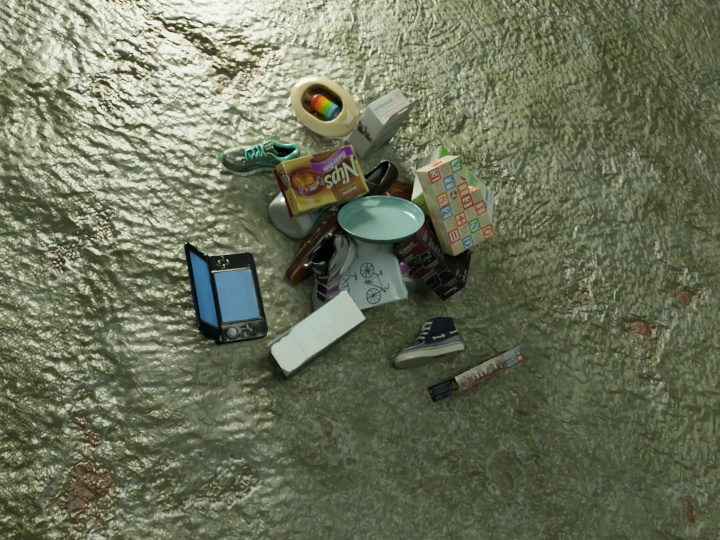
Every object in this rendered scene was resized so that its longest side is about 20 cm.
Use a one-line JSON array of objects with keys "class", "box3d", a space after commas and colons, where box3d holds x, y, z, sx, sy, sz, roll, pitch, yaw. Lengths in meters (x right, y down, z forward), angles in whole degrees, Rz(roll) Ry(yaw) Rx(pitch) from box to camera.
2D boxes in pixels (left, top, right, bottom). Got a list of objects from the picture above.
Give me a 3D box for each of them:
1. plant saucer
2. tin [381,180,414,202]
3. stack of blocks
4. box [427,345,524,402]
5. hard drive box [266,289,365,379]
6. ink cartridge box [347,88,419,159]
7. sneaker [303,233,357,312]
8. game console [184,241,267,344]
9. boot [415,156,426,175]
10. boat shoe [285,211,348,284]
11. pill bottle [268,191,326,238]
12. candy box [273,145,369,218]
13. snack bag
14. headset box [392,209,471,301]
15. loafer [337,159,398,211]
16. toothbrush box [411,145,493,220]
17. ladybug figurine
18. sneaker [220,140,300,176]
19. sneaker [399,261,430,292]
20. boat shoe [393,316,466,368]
[{"class": "plant saucer", "box3d": [0.046, -0.111, 1.504, 0.196, 0.028, 0.202, 1, 34, -1]}, {"class": "tin", "box3d": [0.113, -0.168, 1.711, 0.196, 0.042, 0.114, 12, 61, -18]}, {"class": "stack of blocks", "box3d": [0.214, -0.151, 1.493, 0.114, 0.058, 0.203, -27, 108, -17]}, {"class": "box", "box3d": [0.269, 0.241, 1.548, 0.197, 0.137, 0.040, -20, 79, -28]}, {"class": "hard drive box", "box3d": [-0.094, 0.139, 1.398, 0.198, 0.156, 0.077, -34, 84, -12]}, {"class": "ink cartridge box", "box3d": [0.056, -0.381, 1.680, 0.115, 0.200, 0.068, -37, 85, -30]}, {"class": "sneaker", "box3d": [-0.087, 0.010, 1.466, 0.077, 0.139, 0.204, 20, 96, 28]}, {"class": "game console", "box3d": [-0.283, 0.043, 1.412, 0.168, 0.118, 0.204, -6, 72, -24]}, {"class": "boot", "box3d": [0.199, -0.193, 1.696, 0.094, 0.073, 0.204, 8, 69, -26]}, {"class": "boat shoe", "box3d": [-0.102, -0.054, 1.542, 0.200, 0.071, 0.070, -42, 66, -13]}, {"class": "pill bottle", "box3d": [-0.122, -0.180, 1.575, 0.110, 0.111, 0.201, 38, 59, -4]}, {"class": "candy box", "box3d": [-0.087, -0.202, 1.503, 0.198, 0.056, 0.119, -20, 88, -33]}, {"class": "snack bag", "box3d": [0.000, 0.000, 1.555, 0.196, 0.021, 0.192, -15, 71, 4]}, {"class": "headset box", "box3d": [0.167, -0.052, 1.583, 0.200, 0.077, 0.150, 45, 34, -14]}, {"class": "loafer", "box3d": [0.010, -0.202, 1.633, 0.073, 0.072, 0.201, 36, 78, 24]}, {"class": "toothbrush box", "box3d": [0.227, -0.178, 1.610, 0.199, 0.086, 0.147, 38, 44, -24]}, {"class": "ladybug figurine", "box3d": [-0.088, -0.407, 1.688, 0.199, 0.072, 0.136, 39, 84, 12]}, {"class": "sneaker", "box3d": [-0.233, -0.278, 1.580, 0.196, 0.091, 0.079, -5, 70, -24]}, {"class": "sneaker", "box3d": [0.108, -0.008, 1.628, 0.197, 0.073, 0.116, -2, 66, -35]}, {"class": "boat shoe", "box3d": [0.153, 0.168, 1.576, 0.197, 0.075, 0.094, -5, 64, -32]}]
